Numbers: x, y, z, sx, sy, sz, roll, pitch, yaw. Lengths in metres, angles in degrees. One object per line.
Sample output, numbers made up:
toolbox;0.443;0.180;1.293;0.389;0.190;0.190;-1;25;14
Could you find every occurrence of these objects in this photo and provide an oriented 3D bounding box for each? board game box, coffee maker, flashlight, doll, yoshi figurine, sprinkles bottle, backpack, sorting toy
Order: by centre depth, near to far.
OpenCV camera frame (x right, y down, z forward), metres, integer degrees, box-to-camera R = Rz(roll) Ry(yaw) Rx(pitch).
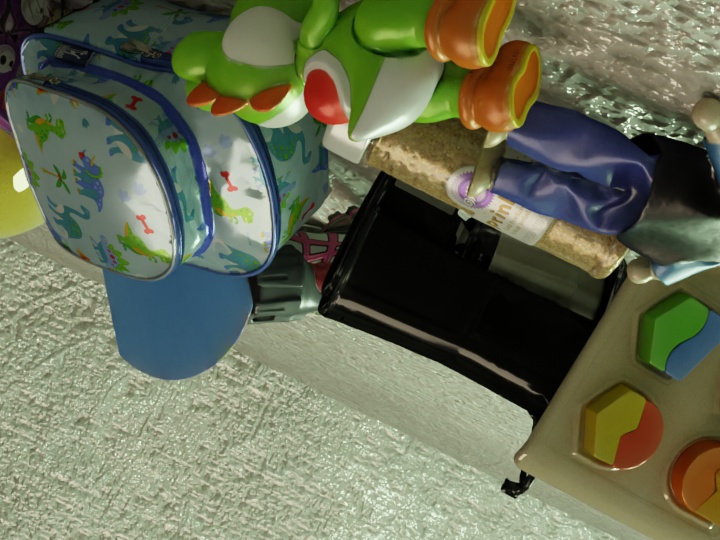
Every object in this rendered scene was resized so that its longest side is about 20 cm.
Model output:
yoshi figurine;-0.006;-0.127;0.578;0.199;0.113;0.112;4;-171;28
doll;0.164;-0.046;0.594;0.199;0.049;0.137;18;139;3
sprinkles bottle;0.078;-0.066;0.674;0.199;0.069;0.068;25;168;-2
backpack;-0.131;-0.081;0.744;0.199;0.147;0.184;14;132;24
sorting toy;0.231;0.096;0.760;0.185;0.201;0.036;29;-171;-19
coffee maker;0.072;0.033;0.801;0.199;0.193;0.135;24;149;-4
board game box;-0.230;-0.150;0.814;0.032;0.120;0.200;21;168;23
board game box;-0.147;-0.013;0.890;0.157;0.201;0.039;-18;172;34
flashlight;0.000;0.000;0.897;0.199;0.068;0.068;-2;155;-26

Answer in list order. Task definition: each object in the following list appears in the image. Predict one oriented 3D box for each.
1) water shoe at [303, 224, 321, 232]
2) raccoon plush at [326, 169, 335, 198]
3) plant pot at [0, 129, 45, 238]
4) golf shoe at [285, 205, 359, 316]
water shoe;-0.104;-0.030;1.177;0.199;0.072;0.079;23;170;12
raccoon plush;-0.116;-0.106;0.908;0.134;0.097;0.200;41;145;-25
plant pot;-0.334;-0.148;0.935;0.199;0.201;0.142;26;139;-6
golf shoe;-0.036;0.005;0.942;0.092;0.199;0.073;47;138;25
